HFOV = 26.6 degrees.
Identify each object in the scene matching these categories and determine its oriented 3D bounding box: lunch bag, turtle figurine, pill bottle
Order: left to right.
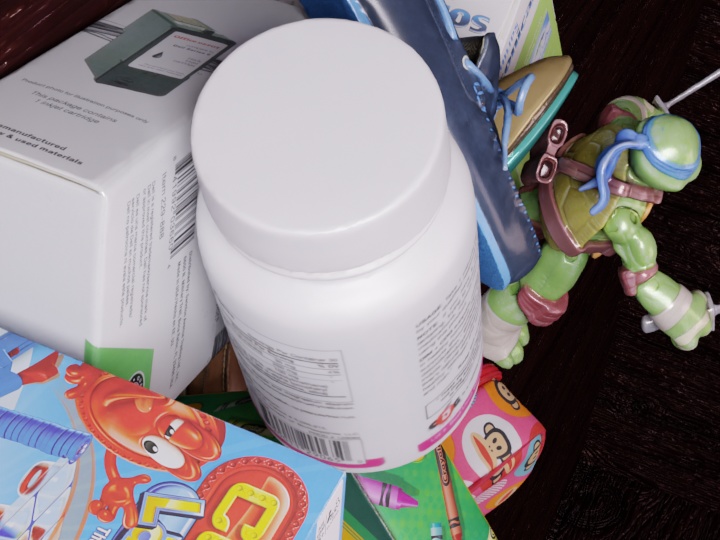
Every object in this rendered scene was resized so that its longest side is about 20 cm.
[{"bbox_3d":[-0.006,-0.005,0.634,0.201,0.112,0.114,80,33,-60],"label":"pill bottle"},{"bbox_3d":[0.015,0.157,0.990,0.175,0.082,0.200,-28,164,-36],"label":"lunch bag"},{"bbox_3d":[0.153,-0.021,0.852,0.199,0.145,0.193,-20,172,-41],"label":"turtle figurine"}]

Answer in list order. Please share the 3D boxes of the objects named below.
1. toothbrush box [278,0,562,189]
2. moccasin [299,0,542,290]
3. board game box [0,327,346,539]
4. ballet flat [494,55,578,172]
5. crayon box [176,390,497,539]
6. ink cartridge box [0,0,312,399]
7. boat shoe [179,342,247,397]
[{"bbox_3d":[0.033,-0.131,0.880,0.200,0.144,0.087,44,66,-73],"label":"toothbrush box"},{"bbox_3d":[0.037,-0.088,0.674,0.068,0.080,0.201,-34,110,-18],"label":"moccasin"},{"bbox_3d":[-0.132,0.117,0.508,0.056,0.194,0.201,95,21,-45],"label":"board game box"},{"bbox_3d":[0.031,-0.034,0.762,0.201,0.063,0.069,-57,177,8],"label":"ballet flat"},{"bbox_3d":[-0.030,0.125,0.809,0.058,0.199,0.120,-44,112,-36],"label":"crayon box"},{"bbox_3d":[-0.097,-0.025,0.666,0.200,0.083,0.147,-49,153,-54],"label":"ink cartridge box"},{"bbox_3d":[-0.072,0.089,0.931,0.072,0.067,0.202,-54,157,-45],"label":"boat shoe"}]
